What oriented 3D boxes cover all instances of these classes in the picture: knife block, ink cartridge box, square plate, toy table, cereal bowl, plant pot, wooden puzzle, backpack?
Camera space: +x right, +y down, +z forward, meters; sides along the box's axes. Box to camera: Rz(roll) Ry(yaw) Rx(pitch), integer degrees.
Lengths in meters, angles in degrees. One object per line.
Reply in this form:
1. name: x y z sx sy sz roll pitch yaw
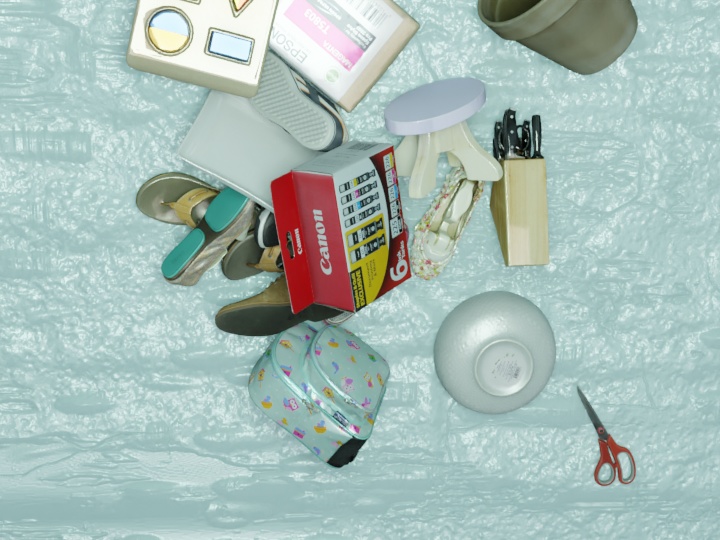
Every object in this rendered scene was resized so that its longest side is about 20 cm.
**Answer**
1. knife block: 0.236 -0.129 1.467 0.063 0.201 0.177 -3 136 -4
2. ink cartridge box: -0.024 -0.054 1.372 0.175 0.083 0.202 -31 121 -42
3. square plate: -0.146 -0.168 1.424 0.199 0.199 0.028 29 135 -12
4. toy table: 0.114 -0.190 1.435 0.199 0.183 0.118 -31 122 -40
5. cereal bowl: 0.217 0.138 1.584 0.198 0.083 0.202 -1 105 -5
6. plant pot: 0.292 -0.374 1.407 0.173 0.200 0.200 34 101 -31
7. wooden puzzle: -0.206 -0.347 1.345 0.183 0.046 0.202 12 105 -12
8. backpack: -0.062 0.172 1.514 0.199 0.176 0.154 31 121 -2
9. ink cartridge box: -0.041 -0.350 1.427 0.199 0.075 0.165 37 98 -14

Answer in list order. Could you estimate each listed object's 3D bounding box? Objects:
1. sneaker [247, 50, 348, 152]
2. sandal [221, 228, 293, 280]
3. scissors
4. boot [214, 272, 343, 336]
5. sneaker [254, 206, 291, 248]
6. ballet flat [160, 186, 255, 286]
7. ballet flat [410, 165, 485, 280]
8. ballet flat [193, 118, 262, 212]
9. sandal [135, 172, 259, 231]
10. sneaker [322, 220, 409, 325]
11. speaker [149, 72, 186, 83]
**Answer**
1. sneaker: -0.096 -0.238 1.440 0.079 0.079 0.200 -48 67 17
2. sandal: -0.113 -0.027 1.510 0.198 0.055 0.082 -12 132 -6
3. scissors: 0.411 0.273 1.677 0.072 0.014 0.202 -15 105 2
4. boot: -0.121 0.044 1.494 0.198 0.076 0.074 -12 145 -8
5. sneaker: -0.061 -0.086 1.455 0.199 0.083 0.072 -32 138 -24
6. ballet flat: -0.207 -0.053 1.464 0.200 0.068 0.067 -43 141 12
7. ballet flat: 0.130 -0.073 1.526 0.075 0.064 0.202 19 104 -9
8. ballet flat: -0.168 -0.150 1.474 0.072 0.072 0.200 -42 105 7
9. sandal: -0.234 -0.088 1.492 0.198 0.054 0.081 19 105 -11
10. sneaker: 0.000 0.000 1.528 0.080 0.075 0.201 32 102 -14
11. speaker: -0.250 -0.367 1.399 0.080 0.081 0.202 17 103 -10
